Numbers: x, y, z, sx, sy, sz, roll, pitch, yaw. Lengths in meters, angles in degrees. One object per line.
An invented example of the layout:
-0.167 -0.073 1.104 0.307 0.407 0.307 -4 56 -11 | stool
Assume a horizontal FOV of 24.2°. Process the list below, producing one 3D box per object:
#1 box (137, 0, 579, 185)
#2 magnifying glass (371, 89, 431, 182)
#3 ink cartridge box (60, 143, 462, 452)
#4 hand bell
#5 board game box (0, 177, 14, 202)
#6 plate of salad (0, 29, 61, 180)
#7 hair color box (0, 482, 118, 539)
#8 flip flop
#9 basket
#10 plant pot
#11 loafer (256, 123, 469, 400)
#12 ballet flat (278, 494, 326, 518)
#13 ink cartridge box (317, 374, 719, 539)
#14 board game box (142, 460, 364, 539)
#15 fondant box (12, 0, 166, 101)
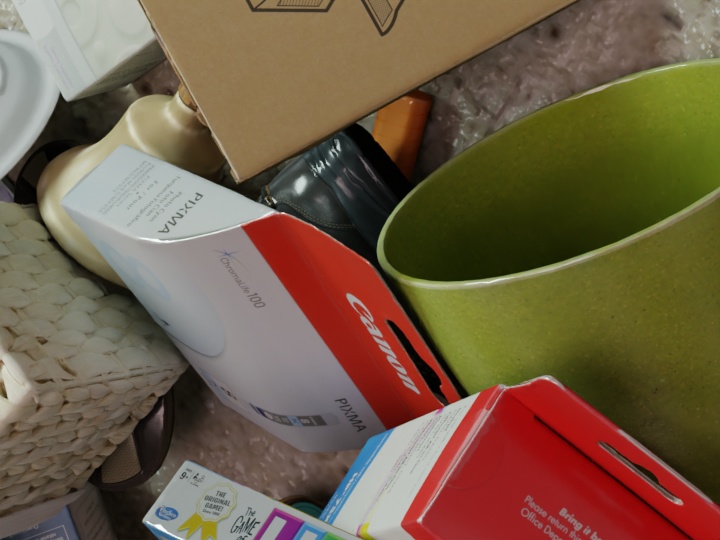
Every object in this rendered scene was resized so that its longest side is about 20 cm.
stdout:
-0.007 -0.156 0.754 0.200 0.021 0.164 -29 89 -6 | box
0.000 0.000 0.869 0.080 0.022 0.200 24 113 20 | magnifying glass
-0.034 0.033 0.769 0.200 0.047 0.160 27 156 48 | ink cartridge box
-0.075 -0.092 0.827 0.104 0.104 0.200 45 127 12 | hand bell
-0.289 -0.007 1.039 0.200 0.026 0.200 47 122 11 | board game box
-0.249 -0.062 0.916 0.200 0.200 0.048 2 136 30 | plate of salad
-0.163 0.205 0.975 0.060 0.100 0.200 -20 94 1 | hair color box
-0.144 0.023 0.946 0.081 0.058 0.200 -22 76 22 | flip flop
-0.191 0.046 0.818 0.123 0.200 0.136 -45 79 12 | basket
0.132 0.040 0.727 0.187 0.187 0.200 -12 114 33 | plant pot
0.026 0.025 0.818 0.072 0.073 0.200 -36 89 13 | loafer
0.012 0.208 0.912 0.200 0.069 0.063 53 151 10 | ballet flat
0.063 0.114 0.678 0.116 0.067 0.200 38 159 -6 | ink cartridge box
0.016 0.157 0.698 0.200 0.034 0.135 18 153 38 | board game box
-0.105 -0.197 0.853 0.200 0.058 0.144 -30 89 33 | fondant box
